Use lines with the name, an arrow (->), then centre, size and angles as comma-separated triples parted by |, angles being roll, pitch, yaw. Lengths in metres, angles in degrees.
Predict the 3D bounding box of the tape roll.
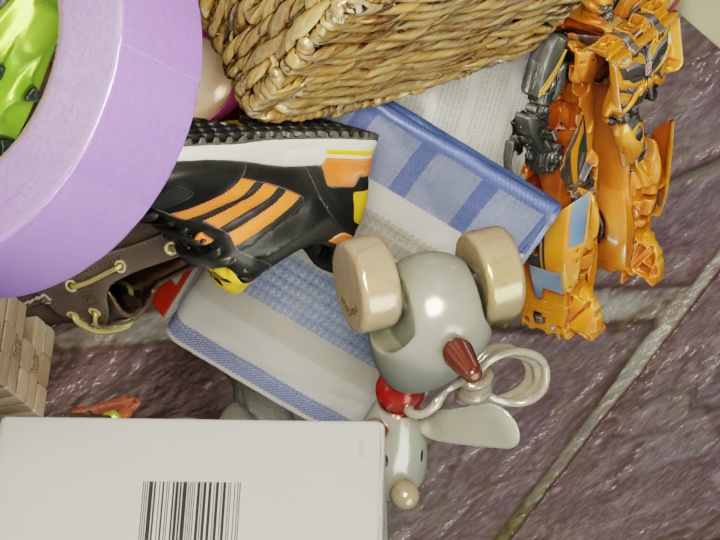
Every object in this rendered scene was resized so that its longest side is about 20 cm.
tape roll -> -0.170, -0.091, 1.302 | 0.200, 0.200, 0.066 | -45, 150, 14

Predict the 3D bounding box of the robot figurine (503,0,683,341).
robot figurine -> 0.134, -0.069, 1.620 | 0.145, 0.058, 0.200 | -39, 141, -44

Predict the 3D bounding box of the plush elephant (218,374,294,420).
plush elephant -> -0.108, 0.159, 1.789 | 0.155, 0.200, 0.165 | -13, 153, -12

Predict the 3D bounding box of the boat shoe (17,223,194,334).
boat shoe -> -0.133, -0.002, 1.580 | 0.200, 0.060, 0.072 | -30, 164, 22

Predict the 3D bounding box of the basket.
basket -> 0.005, -0.174, 1.480 | 0.200, 0.149, 0.143 | -17, 163, -36

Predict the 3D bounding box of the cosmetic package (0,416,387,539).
cosmetic package -> -0.086, 0.180, 1.530 | 0.199, 0.123, 0.200 | 1, 141, 1

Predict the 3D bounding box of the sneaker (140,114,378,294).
sneaker -> -0.074, -0.030, 1.467 | 0.200, 0.070, 0.090 | -5, 105, -41

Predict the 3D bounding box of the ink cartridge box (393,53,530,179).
ink cartridge box -> 0.040, -0.119, 1.619 | 0.200, 0.047, 0.160 | 7, 107, -31

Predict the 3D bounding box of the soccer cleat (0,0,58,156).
soccer cleat -> -0.156, -0.139, 1.396 | 0.200, 0.081, 0.068 | -55, 133, -10

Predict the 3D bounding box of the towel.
towel -> 0.000, 0.000, 1.595 | 0.147, 0.024, 0.200 | 29, 120, -11

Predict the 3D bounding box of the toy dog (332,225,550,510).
toy dog -> 0.039, 0.063, 1.539 | 0.132, 0.096, 0.200 | -21, 140, 0

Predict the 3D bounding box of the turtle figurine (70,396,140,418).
turtle figurine -> -0.202, 0.161, 1.705 | 0.200, 0.064, 0.161 | -37, -170, 12

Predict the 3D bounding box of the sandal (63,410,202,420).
sandal -> -0.157, 0.104, 1.606 | 0.201, 0.057, 0.080 | 0, 129, -44

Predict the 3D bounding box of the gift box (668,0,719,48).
gift box -> 0.277, -0.193, 1.680 | 0.185, 0.187, 0.200 | -53, 168, 22

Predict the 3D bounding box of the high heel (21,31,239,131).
high heel -> -0.108, -0.081, 1.489 | 0.200, 0.096, 0.067 | -23, 113, -12

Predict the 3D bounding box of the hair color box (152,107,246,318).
hair color box -> -0.031, -0.036, 1.684 | 0.200, 0.064, 0.111 | -2, 134, -45

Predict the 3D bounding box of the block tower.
block tower -> -0.226, 0.018, 1.507 | 0.054, 0.058, 0.200 | -8, 151, 23
